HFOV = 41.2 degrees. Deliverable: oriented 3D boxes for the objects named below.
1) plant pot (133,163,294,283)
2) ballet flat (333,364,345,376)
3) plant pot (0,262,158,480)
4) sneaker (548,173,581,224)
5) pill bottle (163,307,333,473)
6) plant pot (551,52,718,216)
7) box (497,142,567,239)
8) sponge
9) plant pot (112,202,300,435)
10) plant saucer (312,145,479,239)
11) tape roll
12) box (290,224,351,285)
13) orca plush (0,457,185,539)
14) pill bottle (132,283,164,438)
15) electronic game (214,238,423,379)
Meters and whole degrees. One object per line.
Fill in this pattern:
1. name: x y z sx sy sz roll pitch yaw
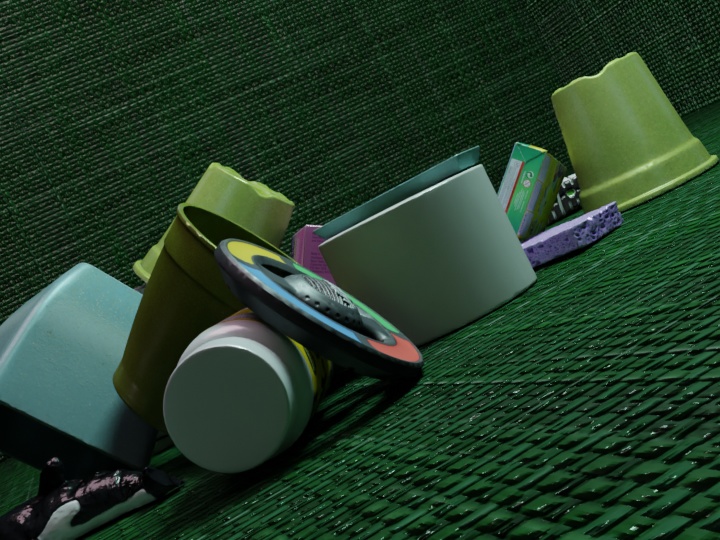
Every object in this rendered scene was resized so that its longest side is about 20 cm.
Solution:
1. plant pot: -0.190 -0.043 1.357 0.185 0.200 0.200 -63 -1 4
2. ballet flat: -0.070 0.110 1.070 0.200 0.067 0.064 -21 34 48
3. plant pot: -0.325 0.111 1.093 0.196 0.196 0.200 -24 39 50
4. sneaker: 0.340 -0.122 1.663 0.199 0.076 0.116 -16 -2 5
5. pill bottle: -0.088 0.092 0.786 0.114 0.115 0.200 -26 2 7
6. plant pot: 0.358 -0.189 1.320 0.200 0.185 0.200 -27 2 1
7. box: 0.230 -0.099 1.291 0.048 0.118 0.200 21 5 22
8. sponge: 0.210 -0.024 1.162 0.111 0.030 0.200 -27 2 -43
9. plant pot: -0.151 0.066 0.983 0.193 0.200 0.200 -56 -2 7
10. plant saucer: 0.040 -0.082 1.054 0.200 0.019 0.070 -25 2 31
11. tape roll: 0.071 -0.010 1.040 0.202 0.140 0.203 -27 2 1
12. box: 0.000 0.000 1.277 0.175 0.097 0.200 4 -4 -8
13. orca plush: -0.259 0.200 0.843 0.200 0.071 0.105 -26 2 26
14. pill bottle: -0.292 0.126 1.358 0.114 0.201 0.114 -26 2 1
15. electronic game: -0.034 0.030 0.807 0.042 0.200 0.200 -59 -2 6
